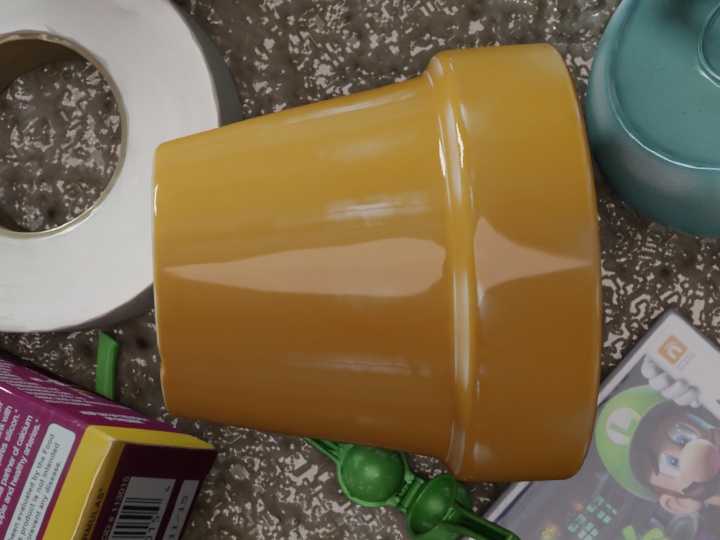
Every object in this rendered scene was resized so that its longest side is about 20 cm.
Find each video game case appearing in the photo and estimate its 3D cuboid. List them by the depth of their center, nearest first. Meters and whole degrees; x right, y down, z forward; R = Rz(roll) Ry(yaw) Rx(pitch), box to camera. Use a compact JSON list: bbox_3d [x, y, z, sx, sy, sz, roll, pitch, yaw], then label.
[{"bbox_3d":[0.159,0.152,0.820,0.182,0.023,0.200,42,93,7],"label":"video game case"}]

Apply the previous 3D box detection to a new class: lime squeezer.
[{"bbox_3d":[0.011,0.107,0.812,0.200,0.071,0.038,27,96,38],"label":"lime squeezer"},{"bbox_3d":[-0.163,0.136,0.853,0.071,0.038,0.200,32,94,5],"label":"lime squeezer"}]

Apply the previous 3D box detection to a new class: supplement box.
[{"bbox_3d":[-0.194,0.109,0.799,0.200,0.103,0.131,22,91,25],"label":"supplement box"}]

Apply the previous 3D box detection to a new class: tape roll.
[{"bbox_3d":[-0.164,-0.068,0.844,0.202,0.071,0.203,0,88,7],"label":"tape roll"}]

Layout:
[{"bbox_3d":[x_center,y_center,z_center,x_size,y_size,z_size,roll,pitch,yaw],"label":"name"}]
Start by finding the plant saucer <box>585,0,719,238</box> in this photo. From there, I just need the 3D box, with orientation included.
[{"bbox_3d":[0.194,-0.107,0.763,0.200,0.027,0.200,-19,51,25],"label":"plant saucer"}]

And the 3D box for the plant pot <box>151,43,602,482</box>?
[{"bbox_3d":[0.000,0.000,0.741,0.183,0.200,0.201,-3,88,-4],"label":"plant pot"}]
